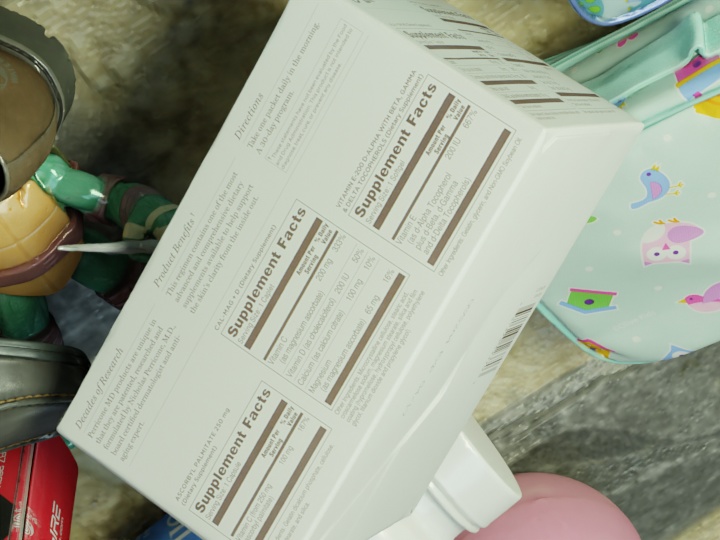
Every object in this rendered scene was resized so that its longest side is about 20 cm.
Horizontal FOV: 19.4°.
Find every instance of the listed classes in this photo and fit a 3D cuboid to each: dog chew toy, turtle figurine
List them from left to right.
[{"bbox_3d":[-0.135,-0.006,0.857,0.149,0.101,0.200,-19,146,10],"label":"turtle figurine"},{"bbox_3d":[0.103,0.191,1.031,0.124,0.200,0.125,-12,128,-16],"label":"dog chew toy"}]

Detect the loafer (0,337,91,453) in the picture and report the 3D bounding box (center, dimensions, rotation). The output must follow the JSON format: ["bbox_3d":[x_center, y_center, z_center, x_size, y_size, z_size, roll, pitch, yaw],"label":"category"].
[{"bbox_3d":[-0.188,0.078,0.794,0.199,0.072,0.073,-14,156,-27],"label":"loafer"}]

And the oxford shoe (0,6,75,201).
[{"bbox_3d":[-0.204,-0.067,0.727,0.199,0.085,0.073,10,127,-1],"label":"oxford shoe"}]

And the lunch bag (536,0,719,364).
[{"bbox_3d":[0.150,-0.048,0.922,0.200,0.077,0.160,-25,131,29],"label":"lunch bag"}]

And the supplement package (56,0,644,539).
[{"bbox_3d":[0.000,0.000,0.826,0.200,0.111,0.156,-60,165,15],"label":"supplement package"}]

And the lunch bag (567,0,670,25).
[{"bbox_3d":[0.113,-0.209,0.828,0.160,0.083,0.200,-31,130,1],"label":"lunch bag"}]

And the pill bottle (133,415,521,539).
[{"bbox_3d":[-0.026,0.134,0.993,0.200,0.112,0.112,-38,129,5],"label":"pill bottle"}]

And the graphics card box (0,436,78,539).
[{"bbox_3d":[-0.217,0.136,0.863,0.199,0.126,0.051,-14,135,14],"label":"graphics card box"}]
